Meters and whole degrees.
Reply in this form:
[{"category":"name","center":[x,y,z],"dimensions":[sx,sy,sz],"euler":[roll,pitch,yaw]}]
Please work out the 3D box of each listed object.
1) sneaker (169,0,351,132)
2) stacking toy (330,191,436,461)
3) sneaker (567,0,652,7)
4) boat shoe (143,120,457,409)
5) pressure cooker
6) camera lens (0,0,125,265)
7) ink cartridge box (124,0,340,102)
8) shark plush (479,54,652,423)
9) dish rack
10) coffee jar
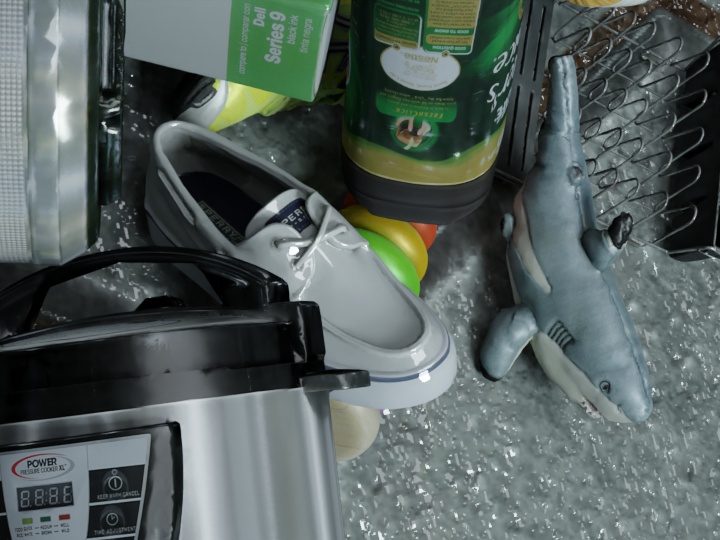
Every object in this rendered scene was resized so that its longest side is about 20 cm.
[{"category":"sneaker","center":[-0.019,-0.120,0.915],"dimensions":[0.200,0.075,0.077],"euler":[-38,97,-34]},{"category":"stacking toy","center":[0.000,0.000,0.896],"dimensions":[0.085,0.085,0.201],"euler":[39,51,-17]},{"category":"sneaker","center":[0.118,-0.235,1.032],"dimensions":[0.087,0.076,0.201],"euler":[-4,57,-48]},{"category":"boat shoe","center":[-0.036,-0.006,0.806],"dimensions":[0.199,0.066,0.073],"euler":[31,53,29]},{"category":"pressure cooker","center":[-0.096,0.091,0.729],"dimensions":[0.174,0.178,0.203],"euler":[-4,86,-31]},{"category":"camera lens","center":[-0.198,-0.085,0.701],"dimensions":[0.197,0.160,0.162],"euler":[1,73,-8]},{"category":"ink cartridge box","center":[-0.100,-0.185,0.827],"dimensions":[0.198,0.084,0.147],"euler":[13,64,-1]},{"category":"shark plush","center":[0.131,-0.018,0.952],"dimensions":[0.090,0.083,0.203],"euler":[4,90,-35]},{"category":"dish rack","center":[0.155,-0.099,1.035],"dimensions":[0.198,0.054,0.155],"euler":[22,64,-26]},{"category":"coffee jar","center":[0.037,-0.123,0.826],"dimensions":[0.084,0.201,0.105],"euler":[9,45,3]}]
